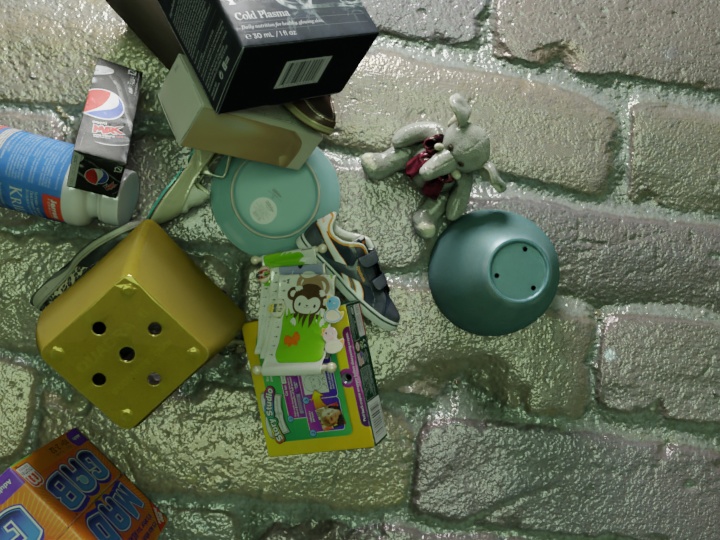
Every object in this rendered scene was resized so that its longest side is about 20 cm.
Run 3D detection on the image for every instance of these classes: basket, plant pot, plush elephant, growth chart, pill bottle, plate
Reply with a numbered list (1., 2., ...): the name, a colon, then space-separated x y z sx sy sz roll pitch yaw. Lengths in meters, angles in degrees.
1. basket: -0.253 -0.365 0.856 0.200 0.136 0.181 37 74 0
2. plant pot: -0.279 0.080 0.753 0.200 0.176 0.200 -42 106 -2
3. plush elephant: 0.126 -0.159 0.871 0.200 0.155 0.165 -34 92 -5
4. growth chart: -0.090 0.054 0.829 0.144 0.018 0.201 -14 62 19
5. plant pot: 0.212 0.002 0.887 0.199 0.135 0.201 0 89 -6
6. pill bottle: -0.425 -0.126 0.841 0.199 0.112 0.113 14 88 -4
7. plate: -0.129 -0.116 0.913 0.199 0.026 0.201 0 89 -6

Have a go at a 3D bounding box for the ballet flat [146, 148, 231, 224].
1. ballet flat: -0.238 -0.141 0.884 0.069 0.069 0.200 31 87 -4

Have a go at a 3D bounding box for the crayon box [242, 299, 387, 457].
1. crayon box: -0.068 0.157 0.863 0.172 0.058 0.201 -12 90 23

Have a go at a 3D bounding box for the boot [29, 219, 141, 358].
1. boot: -0.352 0.039 0.859 0.203 0.073 0.154 -37 94 10

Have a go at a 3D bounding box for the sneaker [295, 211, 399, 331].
1. sneaker: 0.000 0.000 0.887 0.200 0.078 0.079 45 102 -6

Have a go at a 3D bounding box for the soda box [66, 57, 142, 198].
1. soda box: -0.344 -0.197 0.812 0.063 0.071 0.201 13 48 -26

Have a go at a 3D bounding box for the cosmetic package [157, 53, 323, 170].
1. cosmetic package: -0.160 -0.210 0.816 0.071 0.200 0.105 -46 57 32

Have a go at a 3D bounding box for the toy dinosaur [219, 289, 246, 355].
1. toy dinosaur: -0.251 0.054 0.889 0.200 0.047 0.088 29 93 -1

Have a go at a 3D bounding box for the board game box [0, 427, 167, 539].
1. board game box: -0.418 0.370 0.787 0.200 0.200 0.200 -44 93 -4

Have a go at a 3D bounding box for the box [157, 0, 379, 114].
1. box: -0.119 -0.320 0.733 0.200 0.124 0.197 -23 78 -35

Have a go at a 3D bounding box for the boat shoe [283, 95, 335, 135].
1. boat shoe: -0.075 -0.275 0.850 0.072 0.200 0.072 13 130 -39
